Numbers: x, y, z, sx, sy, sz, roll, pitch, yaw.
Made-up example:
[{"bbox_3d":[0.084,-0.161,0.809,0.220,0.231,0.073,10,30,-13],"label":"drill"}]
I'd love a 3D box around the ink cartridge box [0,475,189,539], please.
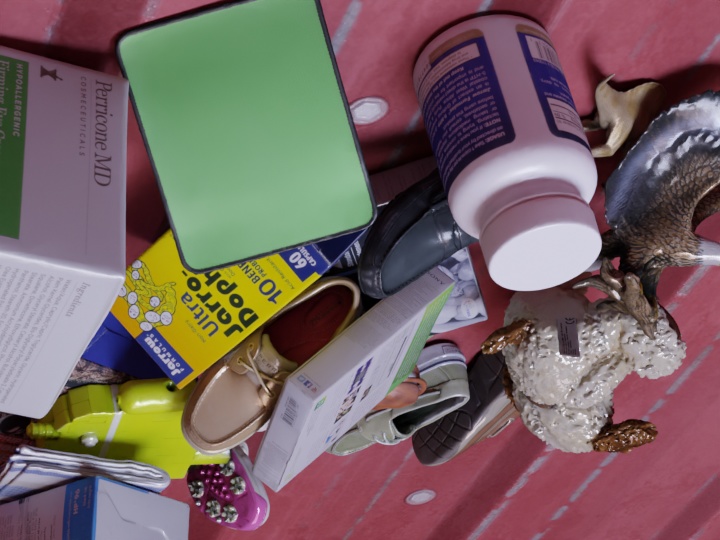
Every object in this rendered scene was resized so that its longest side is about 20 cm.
[{"bbox_3d":[-0.263,0.246,1.717,0.200,0.068,0.116,-20,149,35],"label":"ink cartridge box"}]

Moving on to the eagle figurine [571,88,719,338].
[{"bbox_3d":[0.274,-0.046,1.669,0.151,0.200,0.152,31,164,-16],"label":"eagle figurine"}]

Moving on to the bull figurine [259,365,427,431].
[{"bbox_3d":[-0.038,0.105,1.868,0.200,0.065,0.121,-9,146,7],"label":"bull figurine"}]

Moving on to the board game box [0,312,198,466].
[{"bbox_3d":[-0.274,0.108,1.762,0.200,0.097,0.159,-34,142,28],"label":"board game box"}]

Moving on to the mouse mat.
[{"bbox_3d":[-0.086,-0.106,1.473,0.161,0.008,0.200,-15,107,3],"label":"mouse mat"}]

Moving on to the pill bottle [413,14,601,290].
[{"bbox_3d":[0.119,-0.091,1.516,0.120,0.200,0.120,-10,147,-6],"label":"pill bottle"}]

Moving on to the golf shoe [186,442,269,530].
[{"bbox_3d":[-0.134,0.182,1.862,0.091,0.200,0.075,8,114,-43],"label":"golf shoe"}]

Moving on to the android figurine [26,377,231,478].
[{"bbox_3d":[-0.205,0.148,1.723,0.200,0.041,0.182,0,145,-25],"label":"android figurine"}]

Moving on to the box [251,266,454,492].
[{"bbox_3d":[-0.006,0.092,1.681,0.200,0.036,0.144,-37,160,-38],"label":"box"}]

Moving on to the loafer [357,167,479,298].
[{"bbox_3d":[0.075,-0.047,1.599,0.201,0.070,0.068,-44,141,-27],"label":"loafer"}]

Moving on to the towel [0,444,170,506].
[{"bbox_3d":[-0.270,0.204,1.734,0.147,0.024,0.200,12,152,-22],"label":"towel"}]

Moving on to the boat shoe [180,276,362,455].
[{"bbox_3d":[-0.076,0.075,1.647,0.200,0.074,0.069,-47,178,-13],"label":"boat shoe"}]

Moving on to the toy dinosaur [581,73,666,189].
[{"bbox_3d":[0.217,-0.127,1.652,0.101,0.058,0.200,-44,147,16],"label":"toy dinosaur"}]

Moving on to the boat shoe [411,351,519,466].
[{"bbox_3d":[0.129,0.145,2.001,0.072,0.076,0.200,10,142,-36],"label":"boat shoe"}]

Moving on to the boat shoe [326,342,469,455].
[{"bbox_3d":[0.030,0.144,1.968,0.072,0.062,0.200,18,136,-41],"label":"boat shoe"}]

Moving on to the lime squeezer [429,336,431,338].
[{"bbox_3d":[0.038,0.057,1.862,0.071,0.038,0.200,-10,148,-7],"label":"lime squeezer"}]

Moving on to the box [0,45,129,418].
[{"bbox_3d":[-0.282,-0.032,1.433,0.171,0.199,0.200,13,140,-22],"label":"box"}]

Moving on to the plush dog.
[{"bbox_3d":[0.188,0.095,1.777,0.160,0.200,0.172,-30,130,-25],"label":"plush dog"}]

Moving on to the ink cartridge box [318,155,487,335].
[{"bbox_3d":[0.000,0.000,1.732,0.200,0.043,0.198,-16,139,4],"label":"ink cartridge box"}]

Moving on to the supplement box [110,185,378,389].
[{"bbox_3d":[-0.102,-0.012,1.596,0.200,0.109,0.110,-39,-176,33],"label":"supplement box"}]
